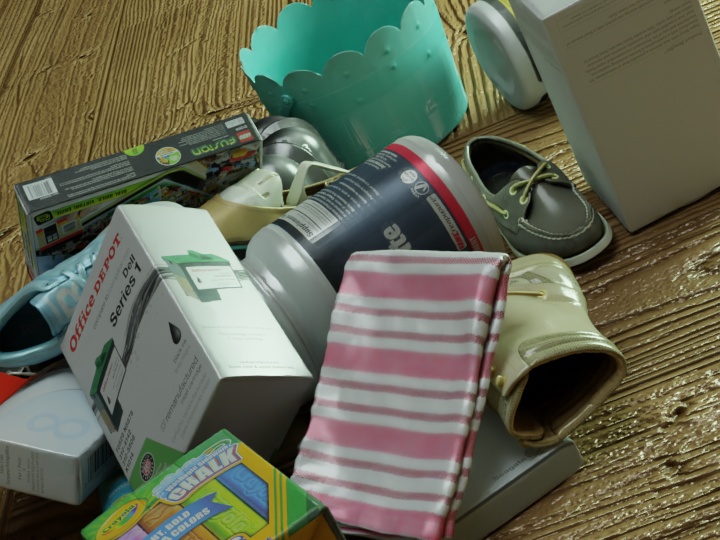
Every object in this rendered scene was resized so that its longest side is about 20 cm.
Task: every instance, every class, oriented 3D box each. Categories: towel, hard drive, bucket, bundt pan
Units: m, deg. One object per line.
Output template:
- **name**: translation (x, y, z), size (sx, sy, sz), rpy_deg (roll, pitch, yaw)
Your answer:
- **towel**: translation (0.023, 0.079, 1.257), size (0.146, 0.030, 0.201), rpy_deg (1, 72, 44)
- **hard drive**: translation (0.050, 0.128, 1.316), size (0.132, 0.027, 0.200), rpy_deg (-33, 27, -13)
- **bucket**: translation (-0.002, -0.186, 1.805), size (0.206, 0.135, 0.207), rpy_deg (-21, 26, 11)
- **bundt pan**: translation (-0.112, -0.071, 1.692), size (0.201, 0.076, 0.202), rpy_deg (-22, 27, 12)

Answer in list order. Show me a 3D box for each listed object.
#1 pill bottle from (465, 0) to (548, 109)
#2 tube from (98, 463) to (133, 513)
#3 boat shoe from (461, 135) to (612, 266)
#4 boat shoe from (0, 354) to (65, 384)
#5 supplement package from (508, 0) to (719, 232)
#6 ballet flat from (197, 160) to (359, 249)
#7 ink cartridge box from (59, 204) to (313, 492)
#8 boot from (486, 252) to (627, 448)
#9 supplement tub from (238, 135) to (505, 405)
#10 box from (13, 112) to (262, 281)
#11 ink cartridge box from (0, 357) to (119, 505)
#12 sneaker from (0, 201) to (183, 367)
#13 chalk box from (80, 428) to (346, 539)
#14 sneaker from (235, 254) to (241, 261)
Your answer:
- **pill bottle**: translation (0.206, -0.244, 1.746), size (0.199, 0.112, 0.111), rpy_deg (-31, 27, -9)
- **tube**: translation (-0.171, 0.165, 1.440), size (0.077, 0.051, 0.200), rpy_deg (-18, 20, -3)
- **boat shoe**: translation (0.137, -0.058, 1.531), size (0.072, 0.060, 0.202), rpy_deg (-31, 27, -9)
- **boat shoe**: translation (-0.274, 0.087, 1.584), size (0.200, 0.072, 0.068), rpy_deg (-48, 15, 25)
- **supplement package**: translation (0.212, -0.156, 1.481), size (0.121, 0.201, 0.120), rpy_deg (-27, 27, -1)
- **ballet flat**: translation (-0.063, -0.058, 1.538), size (0.199, 0.063, 0.068), rpy_deg (-8, 21, -40)
- **ink cartridge box**: translation (-0.133, 0.067, 1.376), size (0.084, 0.147, 0.200), rpy_deg (3, 36, -37)
- **boot**: translation (0.075, 0.073, 1.288), size (0.199, 0.073, 0.156), rpy_deg (-23, 27, 0)
- **supplement tub**: translation (0.000, 0.000, 1.463), size (0.200, 0.141, 0.140), rpy_deg (-34, 27, -14)
- **box**: translation (-0.177, -0.053, 1.527), size (0.199, 0.110, 0.035), rpy_deg (-19, 55, -17)
- **ink cartridge box**: translation (-0.269, 0.106, 1.462), size (0.199, 0.048, 0.160), rpy_deg (13, 26, 16)
- **sneaker**: translation (-0.213, 0.021, 1.464), size (0.200, 0.074, 0.082), rpy_deg (-36, 7, 17)
- **chalk box**: translation (-0.089, 0.197, 1.213), size (0.124, 0.125, 0.200), rpy_deg (-35, 26, -17)
- **sneaker**: translation (-0.161, 0.037, 1.561), size (0.200, 0.076, 0.088), rpy_deg (-42, 8, 30)
